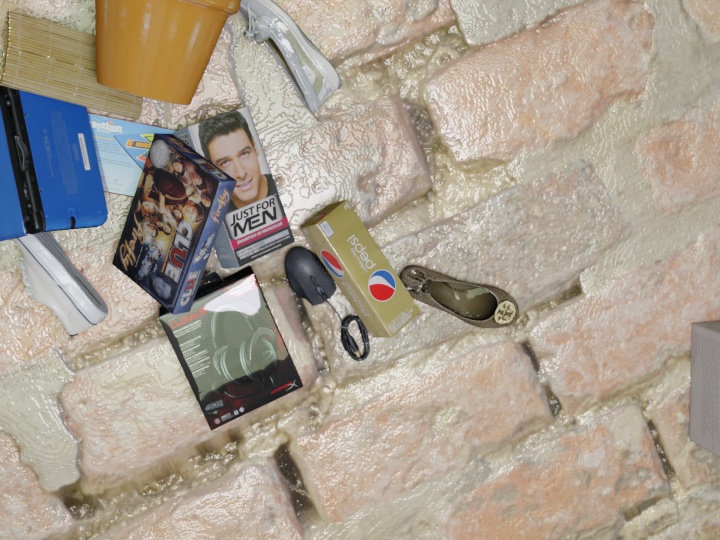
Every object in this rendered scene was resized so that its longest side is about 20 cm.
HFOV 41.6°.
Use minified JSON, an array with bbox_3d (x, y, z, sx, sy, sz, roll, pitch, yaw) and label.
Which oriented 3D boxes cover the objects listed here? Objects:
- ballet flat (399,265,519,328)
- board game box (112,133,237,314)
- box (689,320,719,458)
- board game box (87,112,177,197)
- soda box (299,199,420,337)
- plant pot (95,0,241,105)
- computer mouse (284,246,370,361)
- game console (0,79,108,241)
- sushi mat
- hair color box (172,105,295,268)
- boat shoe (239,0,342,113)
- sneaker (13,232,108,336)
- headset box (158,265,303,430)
[{"bbox_3d":[0.151,0.041,1.426,0.198,0.046,0.068,21,94,-13],"label":"ballet flat"},{"bbox_3d":[-0.253,-0.062,1.274,0.135,0.034,0.202,34,113,26],"label":"board game box"},{"bbox_3d":[0.640,0.185,1.496,0.196,0.131,0.203,-3,98,-10],"label":"box"},{"bbox_3d":[-0.321,-0.156,1.324,0.197,0.019,0.105,10,96,-12],"label":"board game box"},{"bbox_3d":[0.000,0.000,1.374,0.064,0.068,0.201,-38,103,-22],"label":"soda box"},{"bbox_3d":[-0.262,-0.319,1.226,0.197,0.200,0.186,12,102,-12],"label":"plant pot"},{"bbox_3d":[-0.046,0.052,1.397,0.058,0.034,0.201,-37,103,-5],"label":"computer mouse"},{"bbox_3d":[-0.450,-0.141,1.253,0.170,0.117,0.203,-10,88,-51],"label":"game console"},{"bbox_3d":[-0.373,-0.268,1.250,0.198,0.012,0.097,9,85,-41],"label":"sushi mat"},{"bbox_3d":[-0.175,-0.115,1.321,0.098,0.060,0.203,-25,102,-30],"label":"hair color box"},{"bbox_3d":[-0.112,-0.311,1.316,0.065,0.074,0.202,-47,110,-6],"label":"boat shoe"},{"bbox_3d":[-0.433,0.005,1.298,0.070,0.073,0.201,-35,99,3],"label":"sneaker"},{"bbox_3d":[-0.189,0.100,1.355,0.147,0.077,0.202,-24,103,-6],"label":"headset box"}]
